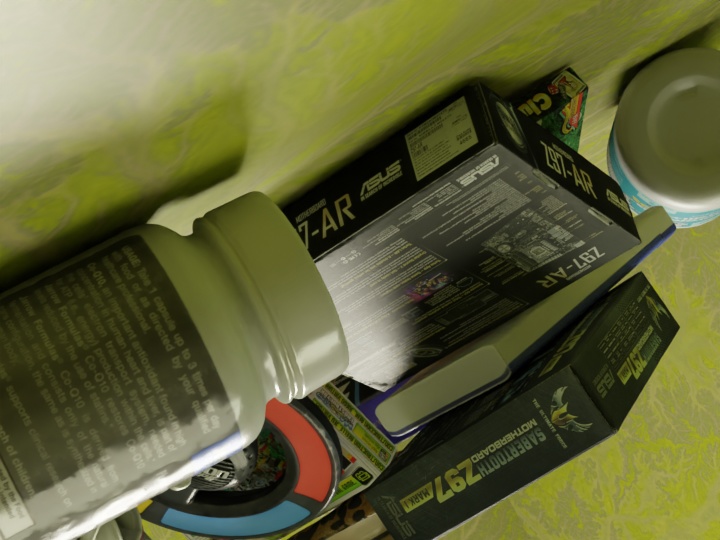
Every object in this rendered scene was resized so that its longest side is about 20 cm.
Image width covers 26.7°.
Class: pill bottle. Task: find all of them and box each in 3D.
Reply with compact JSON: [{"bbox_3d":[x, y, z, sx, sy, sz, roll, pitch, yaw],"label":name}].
[{"bbox_3d":[-0.113,0.049,0.682,0.199,0.114,0.114,-27,173,-14],"label":"pill bottle"},{"bbox_3d":[0.237,-0.090,1.110,0.110,0.111,0.200,-29,173,5],"label":"pill bottle"}]

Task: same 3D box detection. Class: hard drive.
[{"bbox_3d":[0.111,0.032,0.999,0.200,0.025,0.132,-35,180,-40],"label":"hard drive"}]

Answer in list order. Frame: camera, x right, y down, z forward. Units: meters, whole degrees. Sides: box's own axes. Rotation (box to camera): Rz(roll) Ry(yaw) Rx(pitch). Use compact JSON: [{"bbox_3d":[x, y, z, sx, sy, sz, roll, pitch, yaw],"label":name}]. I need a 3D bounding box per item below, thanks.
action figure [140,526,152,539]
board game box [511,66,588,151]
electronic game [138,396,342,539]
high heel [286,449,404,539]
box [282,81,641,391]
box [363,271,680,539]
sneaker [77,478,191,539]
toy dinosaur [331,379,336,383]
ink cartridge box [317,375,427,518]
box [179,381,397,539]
[{"bbox_3d":[-0.207,0.187,1.051,0.134,0.150,0.200,-38,-169,-17],"label":"action figure"},{"bbox_3d":[0.090,-0.035,0.957,0.104,0.023,0.201,-36,154,-18],"label":"board game box"},{"bbox_3d":[-0.110,0.123,1.049,0.199,0.200,0.042,-34,-150,36],"label":"electronic game"},{"bbox_3d":[-0.005,0.220,1.092,0.142,0.071,0.201,-8,-125,62],"label":"high heel"},{"bbox_3d":[0.038,-0.010,0.872,0.199,0.044,0.160,-33,144,27],"label":"box"},{"bbox_3d":[0.105,0.084,0.935,0.157,0.051,0.200,-37,180,26],"label":"box"},{"bbox_3d":[-0.185,0.133,0.862,0.199,0.100,0.075,-32,175,17],"label":"sneaker"},{"bbox_3d":[-0.035,0.077,1.203,0.101,0.058,0.201,-42,-161,24],"label":"toy dinosaur"},{"bbox_3d":[0.031,0.079,1.237,0.197,0.043,0.201,-32,-148,24],"label":"ink cartridge box"},{"bbox_3d":[-0.077,0.144,1.126,0.200,0.110,0.035,-37,-166,39],"label":"box"}]
